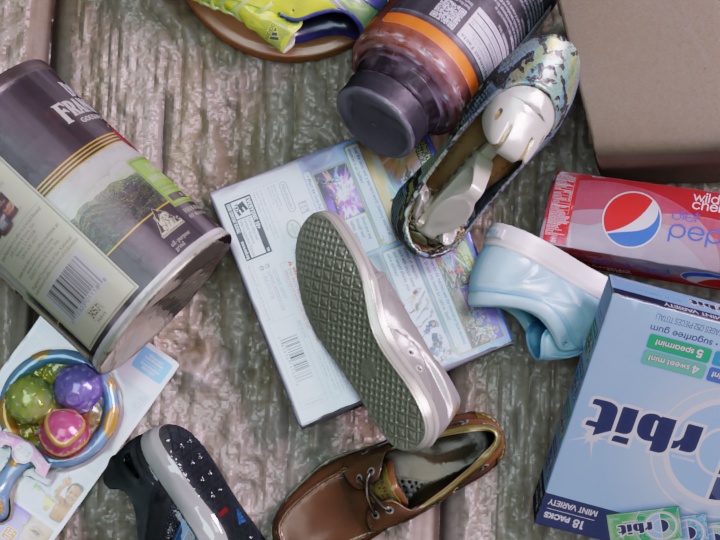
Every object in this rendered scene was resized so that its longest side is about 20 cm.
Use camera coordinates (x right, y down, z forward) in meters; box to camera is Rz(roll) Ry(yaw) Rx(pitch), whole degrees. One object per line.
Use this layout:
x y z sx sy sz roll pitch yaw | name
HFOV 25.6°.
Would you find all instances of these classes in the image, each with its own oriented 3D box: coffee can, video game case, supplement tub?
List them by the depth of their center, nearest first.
-0.219 -0.040 1.209 0.200 0.146 0.146 43 83 4 | coffee can
0.064 -0.179 1.228 0.107 0.107 0.200 37 64 4 | supplement tub
0.000 0.000 1.258 0.181 0.045 0.200 -21 83 -4 | video game case

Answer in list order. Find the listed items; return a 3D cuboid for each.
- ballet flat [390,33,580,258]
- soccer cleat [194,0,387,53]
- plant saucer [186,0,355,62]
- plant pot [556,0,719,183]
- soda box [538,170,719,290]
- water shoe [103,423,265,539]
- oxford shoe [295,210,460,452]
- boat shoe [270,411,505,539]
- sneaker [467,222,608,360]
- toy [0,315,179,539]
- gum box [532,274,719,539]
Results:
0.096 -0.084 1.174 0.074 0.074 0.200 39 115 4 | ballet flat
-0.079 -0.216 1.247 0.200 0.065 0.084 7 84 -1 | soccer cleat
-0.056 -0.272 1.303 0.200 0.032 0.201 0 83 -1 | plant saucer
0.253 -0.164 1.221 0.177 0.200 0.200 -13 82 9 | plant pot
0.244 -0.027 1.226 0.200 0.070 0.064 10 80 19 | soda box
-0.124 0.216 1.225 0.079 0.071 0.200 -31 84 23 | water shoe
0.012 0.044 1.204 0.058 0.075 0.200 -15 70 -46 | oxford shoe
0.018 0.163 1.223 0.200 0.068 0.072 -30 85 -4 | boat shoe
0.168 0.042 1.232 0.200 0.074 0.082 28 84 -11 | sneaker
-0.246 0.121 1.234 0.115 0.047 0.200 35 83 2 | toy
0.240 0.120 1.199 0.170 0.045 0.200 14 111 -1 | gum box
